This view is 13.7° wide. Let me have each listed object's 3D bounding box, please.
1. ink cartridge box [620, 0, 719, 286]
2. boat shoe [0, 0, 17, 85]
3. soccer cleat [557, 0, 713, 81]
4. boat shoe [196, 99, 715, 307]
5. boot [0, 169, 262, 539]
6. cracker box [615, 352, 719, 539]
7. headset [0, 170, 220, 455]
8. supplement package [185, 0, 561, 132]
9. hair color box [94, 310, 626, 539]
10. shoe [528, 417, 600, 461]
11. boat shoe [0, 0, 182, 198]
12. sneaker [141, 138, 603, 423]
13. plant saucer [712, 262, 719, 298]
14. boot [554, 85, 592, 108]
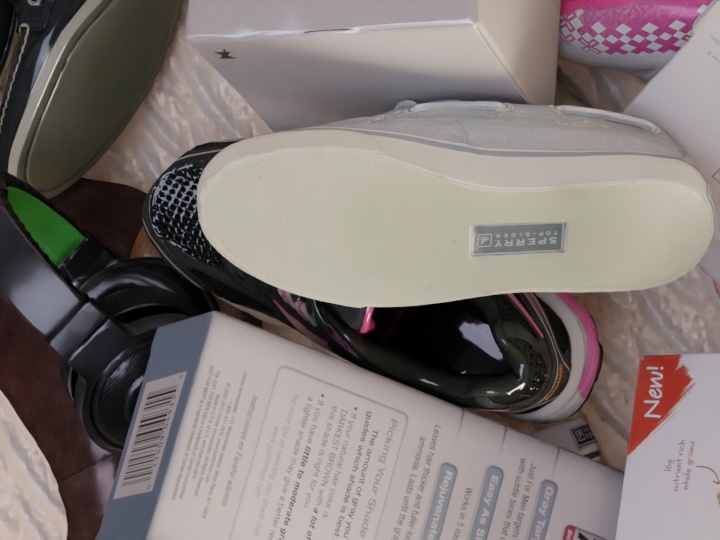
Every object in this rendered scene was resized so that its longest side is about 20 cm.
[{"bbox_3d":[0.210,-0.038,1.172,0.200,0.045,0.176,42,135,2],"label":"ink cartridge box"},{"bbox_3d":[-0.229,-0.067,1.346,0.074,0.063,0.201,41,85,15],"label":"boat shoe"},{"bbox_3d":[0.166,-0.084,1.226,0.200,0.070,0.087,-2,97,20],"label":"soccer cleat"},{"bbox_3d":[0.035,-0.031,1.164,0.200,0.072,0.070,2,121,-9],"label":"boat shoe"},{"bbox_3d":[-0.139,0.051,1.362,0.166,0.072,0.200,26,103,22],"label":"boot"},{"bbox_3d":[0.195,0.100,1.154,0.200,0.058,0.134,-4,68,36],"label":"cracker box"},{"bbox_3d":[-0.099,0.045,1.251,0.200,0.124,0.094,43,97,-13],"label":"headset"},{"bbox_3d":[0.013,-0.164,1.206,0.121,0.120,0.200,-1,72,19],"label":"supplement package"},{"bbox_3d":[0.004,0.098,1.188,0.200,0.061,0.099,22,73,-22],"label":"hair color box"},{"bbox_3d":[0.020,0.137,1.307,0.200,0.071,0.091,-20,85,16],"label":"shoe"},{"bbox_3d":[-0.120,-0.131,1.318,0.066,0.074,0.200,28,100,28],"label":"boat shoe"},{"bbox_3d":[0.000,0.000,1.214,0.200,0.086,0.080,20,96,16],"label":"sneaker"},{"bbox_3d":[0.275,0.039,1.215,0.199,0.037,0.200,-28,92,21],"label":"plant saucer"},{"bbox_3d":[0.011,-0.024,1.290,0.200,0.072,0.155,-45,82,14],"label":"boot"}]
